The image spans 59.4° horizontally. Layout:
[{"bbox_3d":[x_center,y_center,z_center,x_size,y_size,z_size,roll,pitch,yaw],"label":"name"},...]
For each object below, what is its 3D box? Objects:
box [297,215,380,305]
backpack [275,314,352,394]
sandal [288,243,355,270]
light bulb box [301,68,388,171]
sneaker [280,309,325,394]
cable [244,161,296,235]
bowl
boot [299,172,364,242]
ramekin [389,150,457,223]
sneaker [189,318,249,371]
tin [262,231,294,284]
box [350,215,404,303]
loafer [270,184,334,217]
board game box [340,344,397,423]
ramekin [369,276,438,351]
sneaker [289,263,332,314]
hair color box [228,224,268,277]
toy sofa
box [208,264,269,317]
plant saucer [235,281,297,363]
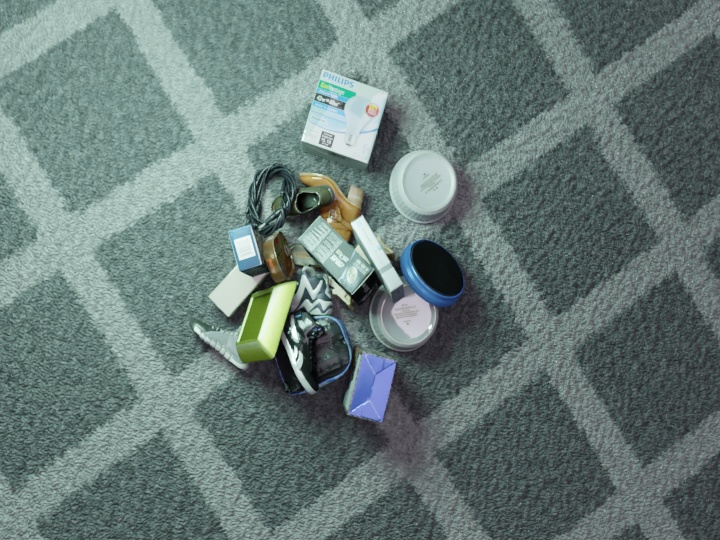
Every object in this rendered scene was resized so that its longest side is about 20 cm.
[{"bbox_3d":[-0.051,-0.020,1.614,0.086,0.164,0.200,-45,76,-5],"label":"box"},{"bbox_3d":[-0.120,0.214,1.675,0.195,0.147,0.188,-20,84,5],"label":"backpack"},{"bbox_3d":[-0.107,-0.043,1.735,0.194,0.055,0.084,6,87,-5],"label":"sandal"},{"bbox_3d":[-0.044,-0.405,1.720,0.193,0.125,0.205,17,87,-5],"label":"light bulb box"},{"bbox_3d":[-0.125,0.193,1.566,0.110,0.073,0.204,-28,79,3],"label":"sneaker"},{"bbox_3d":[-0.239,-0.198,1.689,0.050,0.160,0.205,28,77,-47],"label":"cable"},{"bbox_3d":[0.199,0.003,1.710,0.197,0.039,0.204,22,45,-23],"label":"bowl"},{"bbox_3d":[-0.095,-0.175,1.736,0.195,0.074,0.159,19,93,1],"label":"boot"},{"bbox_3d":[0.180,-0.239,1.752,0.196,0.094,0.209,0,87,-6],"label":"ramekin"},{"bbox_3d":[-0.356,0.167,1.701,0.199,0.075,0.116,41,79,-13],"label":"sneaker"},{"bbox_3d":[-0.211,-0.034,1.630,0.041,0.200,0.115,-15,103,5],"label":"tin"},{"bbox_3d":[0.046,-0.024,1.607,0.041,0.156,0.203,-31,75,-3],"label":"box"},{"bbox_3d":[-0.167,-0.187,1.693,0.195,0.069,0.077,-14,95,26],"label":"loafer"},{"bbox_3d":[0.019,0.294,1.663,0.094,0.200,0.164,15,87,-6],"label":"board game box"},{"bbox_3d":[0.124,0.120,1.726,0.196,0.094,0.209,0,88,-6],"label":"ramekin"},{"bbox_3d":[-0.165,0.047,1.695,0.194,0.079,0.134,3,87,26],"label":"sneaker"},{"bbox_3d":[-0.273,-0.046,1.577,0.059,0.200,0.103,-16,87,-3],"label":"hair color box"},{"bbox_3d":[0.000,0.000,1.730,0.097,0.083,0.201,38,84,14],"label":"toy sofa"},{"bbox_3d":[-0.313,0.025,1.705,0.082,0.068,0.200,43,85,-1],"label":"box"},{"bbox_3d":[-0.251,0.126,1.601,0.047,0.198,0.205,26,67,-26],"label":"plant saucer"}]
